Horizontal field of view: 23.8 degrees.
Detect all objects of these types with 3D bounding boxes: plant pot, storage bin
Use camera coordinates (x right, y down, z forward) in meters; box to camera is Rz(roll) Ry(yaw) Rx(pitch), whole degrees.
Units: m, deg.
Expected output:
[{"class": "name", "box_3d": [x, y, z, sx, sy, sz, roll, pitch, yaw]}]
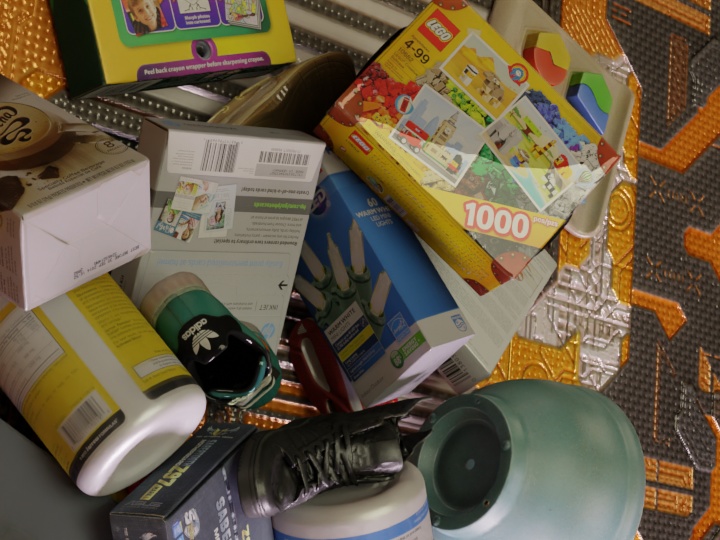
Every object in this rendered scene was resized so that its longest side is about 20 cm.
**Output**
[{"class": "plant pot", "box_3d": [0.125, 0.179, 1.471, 0.134, 0.200, 0.201, 24, 67, -41]}, {"class": "storage bin", "box_3d": [-0.249, 0.196, 1.208, 0.200, 0.145, 0.135, 40, 49, -28]}]

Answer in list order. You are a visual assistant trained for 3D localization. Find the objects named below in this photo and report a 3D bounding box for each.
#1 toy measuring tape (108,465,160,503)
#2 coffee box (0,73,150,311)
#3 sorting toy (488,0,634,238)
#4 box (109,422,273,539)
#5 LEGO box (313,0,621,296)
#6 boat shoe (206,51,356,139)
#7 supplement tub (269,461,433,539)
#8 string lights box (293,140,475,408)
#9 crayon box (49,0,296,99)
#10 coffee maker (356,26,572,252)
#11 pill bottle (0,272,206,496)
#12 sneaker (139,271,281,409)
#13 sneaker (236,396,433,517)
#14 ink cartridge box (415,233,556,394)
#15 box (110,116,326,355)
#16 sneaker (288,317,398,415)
[{"class": "toy measuring tape", "box_3d": [-0.158, 0.182, 1.332, 0.200, 0.073, 0.074, 46, 56, -38]}, {"class": "coffee box", "box_3d": [-0.254, -0.066, 1.196, 0.113, 0.200, 0.080, -29, 136, -40]}, {"class": "sorting toy", "box_3d": [0.192, -0.156, 1.701, 0.200, 0.036, 0.186, 33, 63, -32]}, {"class": "box", "box_3d": [-0.116, 0.236, 1.283, 0.158, 0.051, 0.201, -42, 130, -61]}, {"class": "LEGO box", "box_3d": [0.086, -0.104, 1.392, 0.200, 0.077, 0.149, 44, 71, -4]}, {"class": "boat shoe", "box_3d": [-0.079, -0.131, 1.443, 0.200, 0.066, 0.074, -38, 127, -42]}, {"class": "supplement tub", "box_3d": [0.001, 0.262, 1.382, 0.132, 0.132, 0.201, -20, 107, -41]}, {"class": "string lights box", "box_3d": [0.000, 0.000, 1.419, 0.059, 0.103, 0.201, -15, 68, -45]}, {"class": "crayon box", "box_3d": [-0.160, -0.240, 1.402, 0.199, 0.058, 0.174, -13, 90, -41]}, {"class": "coffee maker", "box_3d": [0.084, -0.120, 1.534, 0.199, 0.135, 0.192, 29, 23, -20]}, {"class": "pill bottle", "box_3d": [-0.211, 0.055, 1.234, 0.112, 0.112, 0.200, -28, 70, -40]}, {"class": "sneaker", "box_3d": [-0.101, 0.075, 1.307, 0.071, 0.080, 0.200, -40, 151, 0]}, {"class": "sneaker", "box_3d": [-0.016, 0.141, 1.324, 0.200, 0.104, 0.060, -27, 110, -70]}, {"class": "ink cartridge box", "box_3d": [0.088, -0.005, 1.573, 0.163, 0.057, 0.200, 49, 34, -8]}, {"class": "box", "box_3d": [-0.118, -0.016, 1.355, 0.155, 0.041, 0.201, 1, 108, -40]}, {"class": "sneaker", "box_3d": [0.021, 0.123, 1.482, 0.115, 0.078, 0.201, -21, 97, -39]}]
